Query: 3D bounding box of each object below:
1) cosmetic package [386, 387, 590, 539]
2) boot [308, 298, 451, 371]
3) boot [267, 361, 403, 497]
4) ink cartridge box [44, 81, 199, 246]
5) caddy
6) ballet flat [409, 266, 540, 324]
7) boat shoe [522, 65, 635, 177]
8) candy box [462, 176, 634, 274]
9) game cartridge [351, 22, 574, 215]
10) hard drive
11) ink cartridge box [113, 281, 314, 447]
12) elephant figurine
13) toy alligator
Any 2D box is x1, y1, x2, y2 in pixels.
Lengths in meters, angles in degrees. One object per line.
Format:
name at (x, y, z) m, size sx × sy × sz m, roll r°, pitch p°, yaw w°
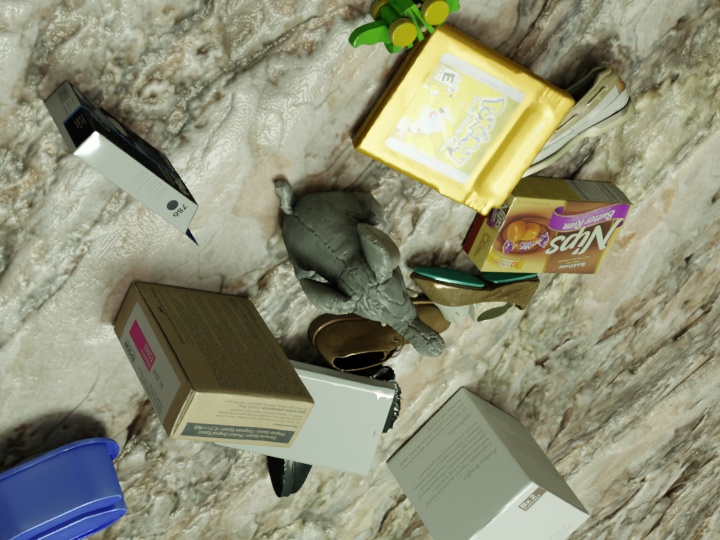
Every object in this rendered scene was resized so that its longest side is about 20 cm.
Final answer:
cosmetic package at (0.178, 0.307, 2.029) m, size 0.165 × 0.200 × 0.165 m, roll -45°, pitch 136°, yaw 12°
boot at (0.038, 0.088, 1.842) m, size 0.200 × 0.075 × 0.074 m, roll -10°, pitch 130°, yaw -26°
boot at (-0.035, 0.207, 1.900) m, size 0.162 × 0.073 × 0.199 m, roll -7°, pitch 124°, yaw -22°
ink cartridge box at (-0.232, -0.108, 1.485) m, size 0.039 × 0.099 × 0.200 m, roll -43°, pitch 137°, yaw 7°
caddy at (-0.374, 0.267, 1.726) m, size 0.200 × 0.105 × 0.141 m, roll -23°, pitch 160°, yaw -13°
ballet flat at (0.146, 0.033, 1.864) m, size 0.200 × 0.068 × 0.072 m, roll -2°, pitch 111°, yaw -37°
boat shoe at (0.229, -0.178, 1.738) m, size 0.200 × 0.075 × 0.068 m, roll -31°, pitch 117°, yaw -2°
candy box at (0.241, -0.057, 1.856) m, size 0.200 × 0.056 × 0.117 m, roll 3°, pitch 125°, yaw -32°
game cartridge at (0.119, -0.170, 1.655) m, size 0.200 × 0.032 × 0.176 m, roll 25°, pitch 113°, yaw -22°
hard drive at (-0.071, 0.179, 1.807) m, size 0.200 × 0.026 × 0.132 m, roll 13°, pitch 114°, yaw -9°
ink cartridge box at (-0.168, 0.107, 1.638) m, size 0.165 × 0.200 × 0.075 m, roll 9°, pitch 121°, yaw -36°
elephant figurine at (0.000, 0.000, 1.648) m, size 0.155 × 0.200 × 0.142 m, roll -9°, pitch 132°, yaw -25°
toy alligator at (0.079, -0.286, 1.550) m, size 0.200 × 0.059 × 0.054 m, roll -34°, pitch 137°, yaw -1°
